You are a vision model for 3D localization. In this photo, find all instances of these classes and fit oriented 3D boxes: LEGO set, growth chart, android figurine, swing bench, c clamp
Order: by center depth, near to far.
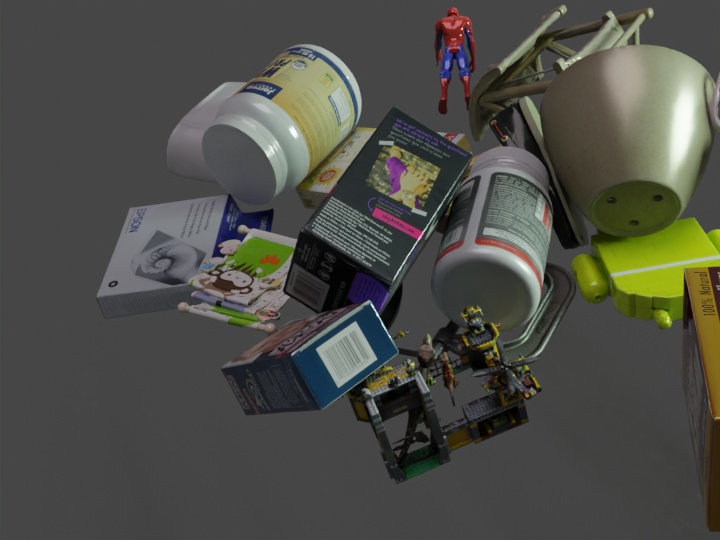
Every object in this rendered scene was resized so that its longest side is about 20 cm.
[{"bbox_3d":[0.068,0.098,1.004,0.197,0.117,0.155,-17,38,3],"label":"LEGO set"},{"bbox_3d":[0.325,-0.003,1.143,0.179,0.042,0.201,-11,33,1],"label":"android figurine"},{"bbox_3d":[0.138,0.042,1.150,0.169,0.027,0.200,16,45,34],"label":"c clamp"},{"bbox_3d":[-0.129,0.007,1.228,0.143,0.018,0.201,9,34,17],"label":"growth chart"},{"bbox_3d":[0.274,-0.268,1.441,0.198,0.131,0.199,15,44,32],"label":"swing bench"}]

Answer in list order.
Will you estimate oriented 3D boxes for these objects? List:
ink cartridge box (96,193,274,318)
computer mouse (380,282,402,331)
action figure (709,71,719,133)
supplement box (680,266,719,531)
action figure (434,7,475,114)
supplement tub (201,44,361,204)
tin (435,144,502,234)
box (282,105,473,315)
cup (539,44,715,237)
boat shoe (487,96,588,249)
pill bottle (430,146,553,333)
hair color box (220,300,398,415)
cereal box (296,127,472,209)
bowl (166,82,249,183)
[{"bbox_3d":[-0.217,-0.025,1.333,0.197,0.041,0.201,-7,36,7],"label":"ink cartridge box"},{"bbox_3d":[0.000,0.000,1.188,0.138,0.053,0.202,-36,33,29],"label":"computer mouse"},{"bbox_3d":[0.461,-0.119,1.157,0.147,0.200,0.136,21,83,30],"label":"action figure"},{"bbox_3d":[0.389,0.103,0.903,0.197,0.134,0.198,-3,37,12],"label":"supplement box"},{"bbox_3d":[0.145,-0.309,1.602,0.064,0.099,0.203,-3,59,7],"label":"action figure"},{"bbox_3d":[-0.104,-0.194,1.397,0.143,0.146,0.200,14,45,31],"label":"supplement tub"},{"bbox_3d":[0.167,-0.105,1.332,0.198,0.042,0.112,-24,33,-15],"label":"tin"},{"bbox_3d":[0.018,-0.049,1.088,0.105,0.123,0.201,31,55,5],"label":"box"},{"bbox_3d":[0.298,-0.124,1.156,0.197,0.201,0.145,-3,55,13],"label":"cup"},{"bbox_3d":[0.215,-0.110,1.258,0.063,0.073,0.204,-29,68,19],"label":"boat shoe"},{"bbox_3d":[0.149,-0.039,1.137,0.114,0.117,0.201,1,42,18],"label":"pill bottle"},{"bbox_3d":[-0.056,0.089,1.032,0.099,0.061,0.199,-33,6,-27],"label":"hair color box"},{"bbox_3d":[0.029,-0.127,1.360,0.198,0.040,0.144,12,49,45],"label":"cereal box"},{"bbox_3d":[-0.177,-0.213,1.549,0.198,0.075,0.200,9,40,29],"label":"bowl"}]
